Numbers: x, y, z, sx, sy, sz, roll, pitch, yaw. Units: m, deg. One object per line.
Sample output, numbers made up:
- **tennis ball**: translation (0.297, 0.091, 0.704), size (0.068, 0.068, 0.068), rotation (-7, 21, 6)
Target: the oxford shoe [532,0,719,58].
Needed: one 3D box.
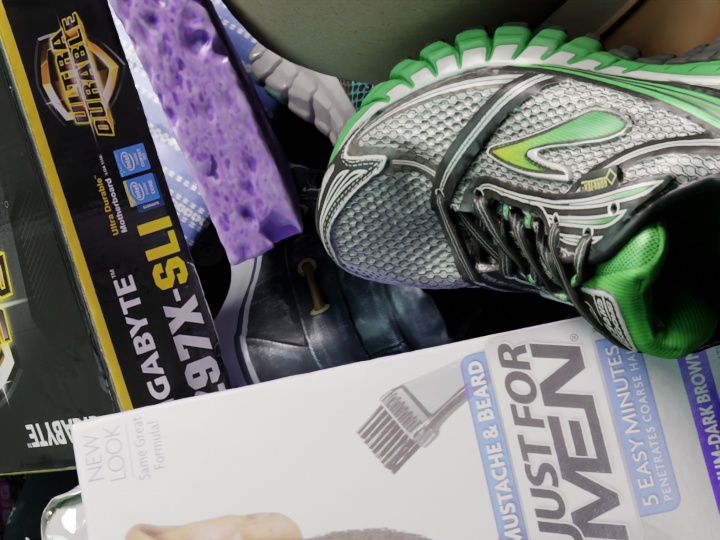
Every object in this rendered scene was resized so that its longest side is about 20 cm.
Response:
- **oxford shoe**: translation (0.119, -0.082, 0.527), size (0.071, 0.071, 0.200), rotation (55, 145, 5)

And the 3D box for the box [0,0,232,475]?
- **box**: translation (-0.132, -0.006, 0.684), size (0.200, 0.049, 0.160), rotation (-12, 95, 56)

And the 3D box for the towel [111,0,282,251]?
- **towel**: translation (-0.102, -0.085, 0.801), size (0.144, 0.024, 0.200), rotation (31, 87, 16)

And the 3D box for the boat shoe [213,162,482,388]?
- **boat shoe**: translation (0.000, 0.000, 0.719), size (0.071, 0.091, 0.200), rotation (57, -165, -21)

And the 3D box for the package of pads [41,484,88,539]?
- **package of pads**: translation (-0.044, 0.161, 0.667), size (0.154, 0.068, 0.201), rotation (3, -109, -81)

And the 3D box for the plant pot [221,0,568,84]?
- **plant pot**: translation (0.012, -0.139, 0.586), size (0.200, 0.199, 0.135), rotation (-127, 36, -48)

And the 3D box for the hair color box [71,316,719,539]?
- **hair color box**: translation (0.025, 0.082, 0.542), size (0.065, 0.199, 0.110), rotation (75, -177, -69)

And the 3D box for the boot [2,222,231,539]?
- **boot**: translation (-0.057, 0.060, 0.810), size (0.066, 0.164, 0.201), rotation (131, 154, -65)

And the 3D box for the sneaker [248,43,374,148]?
- **sneaker**: translation (0.026, -0.079, 0.676), size (0.200, 0.077, 0.092), rotation (41, 115, 48)

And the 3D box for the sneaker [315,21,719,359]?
- **sneaker**: translation (0.064, -0.020, 0.512), size (0.199, 0.078, 0.085), rotation (-6, 42, 40)

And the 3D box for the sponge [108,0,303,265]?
- **sponge**: translation (-0.058, -0.072, 0.664), size (0.200, 0.030, 0.112), rotation (-112, -3, -79)

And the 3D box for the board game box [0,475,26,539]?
- **board game box**: translation (-0.162, 0.170, 0.877), size (0.096, 0.200, 0.160), rotation (-14, 74, 20)
